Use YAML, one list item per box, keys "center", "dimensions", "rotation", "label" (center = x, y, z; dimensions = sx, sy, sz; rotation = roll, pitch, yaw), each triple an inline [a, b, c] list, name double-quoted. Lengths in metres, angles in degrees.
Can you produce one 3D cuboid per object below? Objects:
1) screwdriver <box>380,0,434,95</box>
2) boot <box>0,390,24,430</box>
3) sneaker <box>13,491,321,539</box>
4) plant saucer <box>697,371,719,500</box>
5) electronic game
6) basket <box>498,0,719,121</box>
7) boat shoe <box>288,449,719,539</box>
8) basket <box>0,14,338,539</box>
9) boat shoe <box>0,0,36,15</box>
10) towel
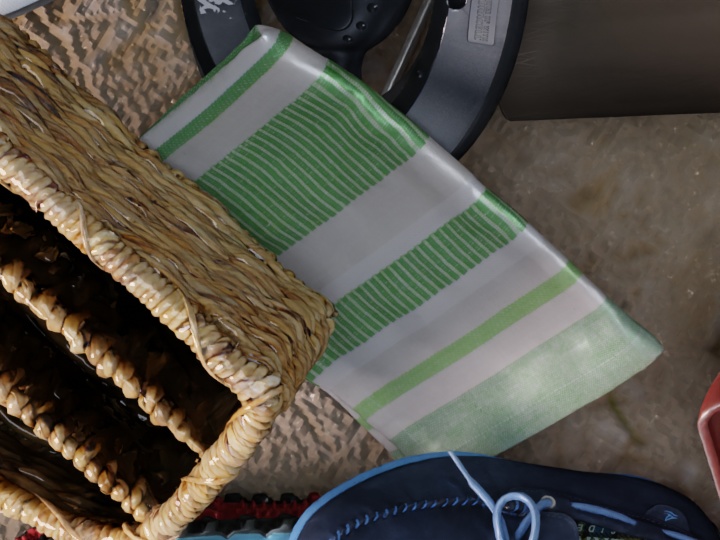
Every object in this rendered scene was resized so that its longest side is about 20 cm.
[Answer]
- center: [0.001, -0.061, 1.092]
  dimensions: [0.029, 0.028, 0.200]
  rotation: [17, 97, -29]
  label: "screwdriver"
- center: [-0.193, 0.001, 1.076]
  dimensions: [0.200, 0.072, 0.155]
  rotation: [-28, 96, 6]
  label: "boot"
- center: [-0.053, 0.144, 1.080]
  dimensions: [0.200, 0.079, 0.096]
  rotation: [0, 95, 1]
  label: "sneaker"
- center: [0.236, 0.060, 1.039]
  dimensions: [0.199, 0.200, 0.037]
  rotation: [-23, 52, 2]
  label: "plant saucer"
- center: [-0.007, -0.126, 1.029]
  dimensions: [0.042, 0.200, 0.200]
  rotation: [-8, 93, -41]
  label: "electronic game"
- center: [0.151, -0.125, 1.029]
  dimensions: [0.200, 0.180, 0.136]
  rotation: [-5, 83, 10]
  label: "basket"
- center: [0.069, 0.111, 1.036]
  dimensions: [0.200, 0.069, 0.084]
  rotation: [-6, 113, -29]
  label: "boat shoe"
- center: [-0.129, 0.017, 0.961]
  dimensions: [0.200, 0.149, 0.143]
  rotation: [42, 103, -2]
  label: "basket"
- center: [-0.199, -0.134, 1.064]
  dimensions: [0.200, 0.071, 0.091]
  rotation: [-19, 96, 4]
  label: "boat shoe"
- center: [0.000, 0.000, 1.031]
  dimensions: [0.200, 0.023, 0.153]
  rotation: [42, 137, -11]
  label: "towel"
